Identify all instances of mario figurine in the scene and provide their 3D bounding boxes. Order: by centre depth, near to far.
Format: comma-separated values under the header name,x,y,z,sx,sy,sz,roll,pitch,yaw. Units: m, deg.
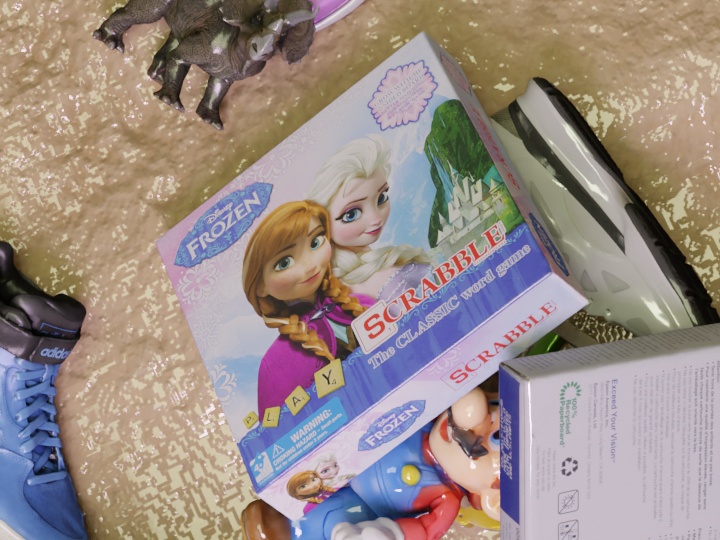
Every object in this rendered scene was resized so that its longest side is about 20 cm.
name,x,y,z,sx,sy,sz,roll,pitch,yaw
mario figurine,0.027,0.090,1.485,0.200,0.106,0.124,-15,89,17

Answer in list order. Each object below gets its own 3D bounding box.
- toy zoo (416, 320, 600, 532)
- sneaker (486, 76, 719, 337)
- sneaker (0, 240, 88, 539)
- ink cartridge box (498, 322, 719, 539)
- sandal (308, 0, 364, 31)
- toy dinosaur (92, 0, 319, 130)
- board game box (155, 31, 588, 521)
name,x,y,z,sx,sy,sz,roll,pitch,yaw
toy zoo,0.103,0.141,1.522,0.131,0.020,0.200,34,89,19
sneaker,0.112,0.004,1.521,0.115,0.076,0.201,-37,72,11
sneaker,-0.192,0.072,1.577,0.111,0.077,0.200,-40,73,17
ink cartridge box,0.169,0.128,1.461,0.200,0.043,0.197,-8,110,-21
sandal,0.003,-0.221,1.563,0.082,0.050,0.203,44,98,13
toy dinosaur,-0.090,-0.148,1.574,0.102,0.077,0.200,-54,47,9
board game box,0.000,0.000,1.499,0.200,0.041,0.200,-38,47,13
